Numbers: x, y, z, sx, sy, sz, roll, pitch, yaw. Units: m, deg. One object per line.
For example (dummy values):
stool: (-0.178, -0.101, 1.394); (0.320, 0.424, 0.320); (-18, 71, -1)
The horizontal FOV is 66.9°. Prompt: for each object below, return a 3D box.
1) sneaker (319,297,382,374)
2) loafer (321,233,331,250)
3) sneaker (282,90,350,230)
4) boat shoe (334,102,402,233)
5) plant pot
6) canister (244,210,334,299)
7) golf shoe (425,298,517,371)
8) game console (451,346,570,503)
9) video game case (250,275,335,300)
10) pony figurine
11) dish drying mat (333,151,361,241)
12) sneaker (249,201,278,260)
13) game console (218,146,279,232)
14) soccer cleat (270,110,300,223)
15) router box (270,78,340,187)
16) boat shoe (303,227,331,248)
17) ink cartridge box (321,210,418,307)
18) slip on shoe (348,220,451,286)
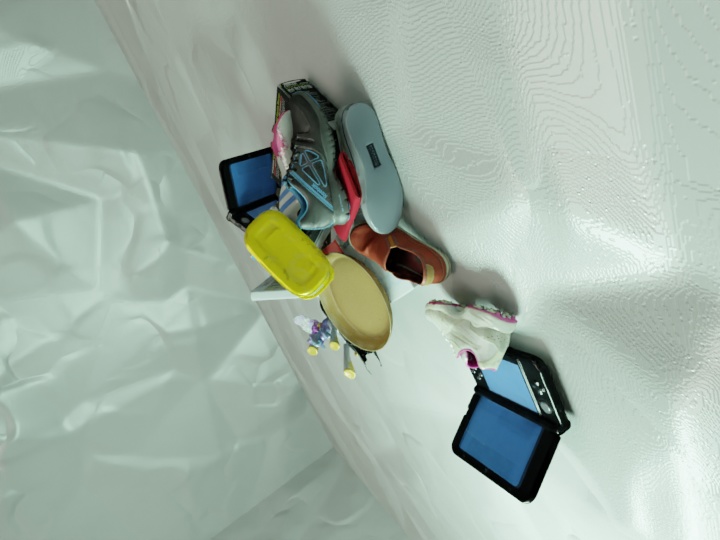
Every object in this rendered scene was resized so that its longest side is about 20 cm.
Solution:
sneaker: (-0.022, 0.124, 1.180); (0.105, 0.060, 0.200); (57, 178, -42)
loafer: (-0.097, -0.081, 1.157); (0.067, 0.075, 0.202); (-124, 47, -71)
sneaker: (-0.077, -0.157, 0.790); (0.073, 0.081, 0.202); (177, 77, -76)
boat shoe: (0.002, -0.156, 0.848); (0.086, 0.074, 0.204); (24, 139, 59)
plant pot: (-0.009, 0.055, 1.007); (0.199, 0.027, 0.202); (31, 136, 36)
canister: (-0.113, -0.021, 0.894); (0.149, 0.087, 0.200); (45, 176, -1)
golf shoe: (0.149, 0.093, 0.815); (0.200, 0.075, 0.093); (-173, 95, -69)
game console: (0.199, 0.210, 0.824); (0.177, 0.116, 0.200); (63, 161, -17)
video game case: (-0.117, 0.028, 1.178); (0.182, 0.198, 0.023); (-65, -29, -77)
pony figurine: (-0.058, 0.136, 1.281); (0.192, 0.167, 0.200); (31, -153, -5)
dish drying mat: (-0.026, -0.110, 0.862); (0.200, 0.018, 0.078); (121, 130, -72)
sneaker: (-0.160, -0.099, 1.104); (0.077, 0.080, 0.202); (47, 118, 53)
game console: (-0.204, -0.171, 1.227); (0.175, 0.200, 0.117); (35, 124, 14)
soccer cleat: (-0.093, -0.157, 0.879); (0.086, 0.070, 0.201); (32, 141, 25)
router box: (-0.090, -0.205, 0.957); (0.150, 0.062, 0.201); (48, 145, 26)
boat shoe: (-0.096, -0.084, 1.049); (0.056, 0.202, 0.068); (22, 180, -33)
ink cartridge box: (0.000, 0.000, 1.000); (0.200, 0.047, 0.161); (-36, 86, 39)
slip on shoe: (0.051, -0.029, 0.876); (0.199, 0.061, 0.075); (28, 124, 37)
